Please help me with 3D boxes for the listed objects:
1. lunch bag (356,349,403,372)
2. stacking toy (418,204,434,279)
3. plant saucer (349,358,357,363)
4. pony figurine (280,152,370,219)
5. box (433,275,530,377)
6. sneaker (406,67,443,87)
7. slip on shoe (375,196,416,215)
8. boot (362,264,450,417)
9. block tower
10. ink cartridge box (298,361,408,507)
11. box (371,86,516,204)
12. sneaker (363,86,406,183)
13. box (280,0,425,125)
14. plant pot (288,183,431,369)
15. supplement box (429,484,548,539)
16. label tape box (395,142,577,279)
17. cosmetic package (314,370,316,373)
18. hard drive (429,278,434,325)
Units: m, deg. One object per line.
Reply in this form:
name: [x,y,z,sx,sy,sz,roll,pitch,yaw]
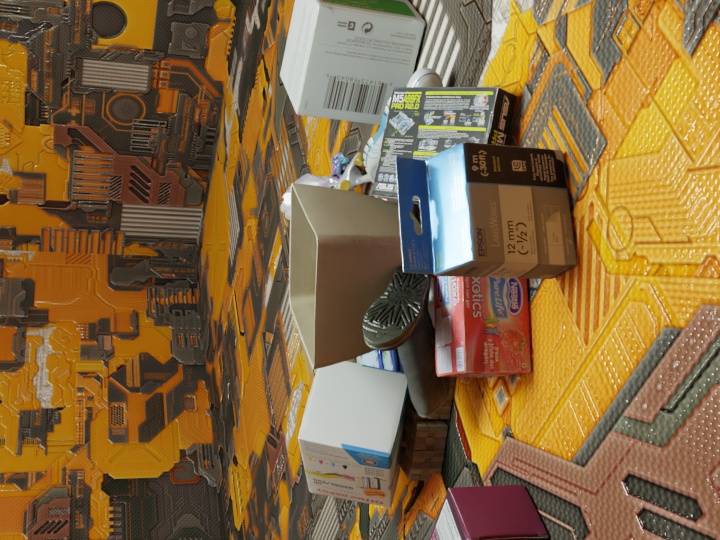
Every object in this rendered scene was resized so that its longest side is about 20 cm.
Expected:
lunch bag: [0.048,0.120,1.579,0.161,0.081,0.203,130,138,-57]
stacking toy: [0.117,-0.075,1.358,0.085,0.084,0.203,130,141,-62]
plant saucer: [-0.025,0.103,1.685,0.032,0.200,0.202,-25,54,22]
pony figurine: [-0.037,-0.145,1.804,0.194,0.166,0.200,-55,16,-2]
box: [0.155,0.036,1.227,0.103,0.093,0.203,152,118,-70]
sneaker: [0.106,-0.211,1.469,0.071,0.072,0.203,-132,37,-52]
slip on shoe: [0.064,-0.086,1.562,0.061,0.073,0.203,-140,49,-67]
boot: [0.067,0.115,1.259,0.182,0.072,0.202,-51,-37,-48]
block tower: [0.103,0.215,1.435,0.058,0.053,0.203,-135,50,-65]
ink cartridge box: [-0.006,0.259,1.487,0.201,0.145,0.146,86,-164,-55]
box: [0.112,-0.170,1.303,0.198,0.044,0.163,10,88,46]
sneaker: [0.060,-0.207,1.591,0.201,0.074,0.087,111,149,-45]
box: [-0.018,-0.385,1.645,0.172,0.196,0.202,-114,33,-54]
plant pot: [0.000,0.000,1.349,0.200,0.174,0.203,-118,29,-60]
supplement box: [0.146,0.373,1.193,0.086,0.109,0.202,-113,31,-52]
label tape box: [0.146,-0.070,1.099,0.066,0.197,0.146,142,128,-64]
cosmetic package: [-0.049,0.097,1.875,0.107,0.089,0.203,134,133,-63]
hard drive: [0.087,0.050,1.432,0.199,0.026,0.134,6,86,55]
